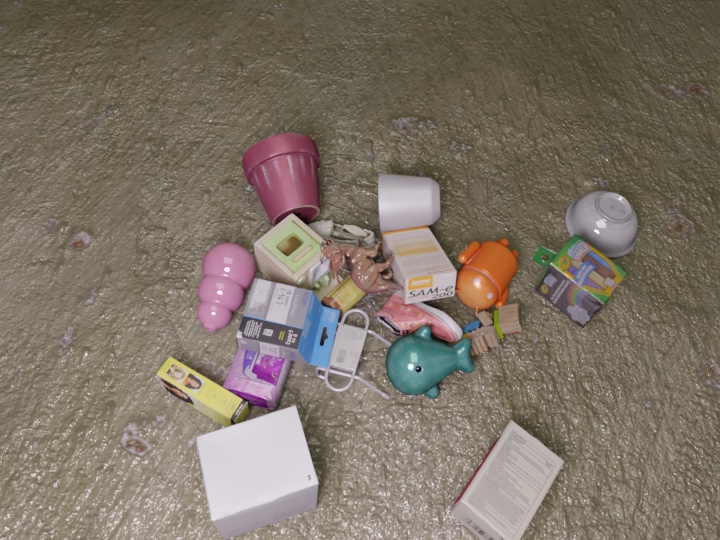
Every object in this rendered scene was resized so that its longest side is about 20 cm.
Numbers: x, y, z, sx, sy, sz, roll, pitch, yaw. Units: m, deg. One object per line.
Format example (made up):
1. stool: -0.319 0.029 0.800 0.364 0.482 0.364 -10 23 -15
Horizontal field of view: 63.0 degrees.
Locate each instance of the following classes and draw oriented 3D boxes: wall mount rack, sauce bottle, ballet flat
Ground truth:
1. wall mount rack: -0.002 0.193 1.299 0.170 0.075 0.203 14 58 8
2. sauce bottle: -0.010 0.037 1.396 0.066 0.067 0.199 38 59 18
3. ballet flat: -0.054 -0.096 1.477 0.195 0.072 0.073 11 57 2

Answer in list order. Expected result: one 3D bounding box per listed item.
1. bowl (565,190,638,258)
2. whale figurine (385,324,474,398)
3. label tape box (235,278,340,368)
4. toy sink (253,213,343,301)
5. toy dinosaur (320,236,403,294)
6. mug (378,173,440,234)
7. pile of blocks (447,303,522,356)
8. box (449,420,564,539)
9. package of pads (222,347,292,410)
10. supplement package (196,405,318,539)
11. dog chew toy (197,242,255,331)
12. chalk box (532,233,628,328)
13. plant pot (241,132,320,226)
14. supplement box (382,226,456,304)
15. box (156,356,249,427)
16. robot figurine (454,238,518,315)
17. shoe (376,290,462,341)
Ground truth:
1. bowl: 0.654 -0.141 1.557 0.196 0.091 0.205 2 58 -3
2. whale figurine: 0.152 0.199 1.263 0.195 0.104 0.163 -6 90 -3
3. label tape box: -0.149 0.110 1.251 0.195 0.064 0.147 12 58 0
4. toy sink: -0.138 -0.015 1.389 0.199 0.113 0.130 41 63 18
5. toy dinosaur: 0.000 0.000 1.339 0.135 0.086 0.200 -40 83 -24
6. mug: 0.125 -0.186 1.484 0.149 0.151 0.190 -3 52 7
7. pile of blocks: 0.286 0.150 1.351 0.197 0.063 0.083 -28 35 4
8. box: 0.286 0.426 1.155 0.127 0.110 0.200 36 61 17
9. package of pads: -0.208 0.191 1.275 0.118 0.076 0.203 14 58 5
10. supplement package: -0.186 0.378 1.086 0.187 0.201 0.149 -14 60 -14
11. dog chew toy: -0.314 0.040 1.339 0.122 0.125 0.204 12 66 3
12. chalk box: 0.514 0.011 1.428 0.123 0.125 0.200 -39 70 -25
13. plant pot: -0.183 -0.215 1.476 0.196 0.200 0.183 -13 75 -13
14. supplement box: 0.135 -0.016 1.401 0.123 0.075 0.201 -8 37 -11
15. box: -0.327 0.260 1.223 0.197 0.076 0.050 26 56 12
16. robot figurine: 0.303 0.012 1.413 0.115 0.146 0.200 21 55 34
17. shoe: 0.132 0.126 1.346 0.198 0.072 0.091 31 62 29
